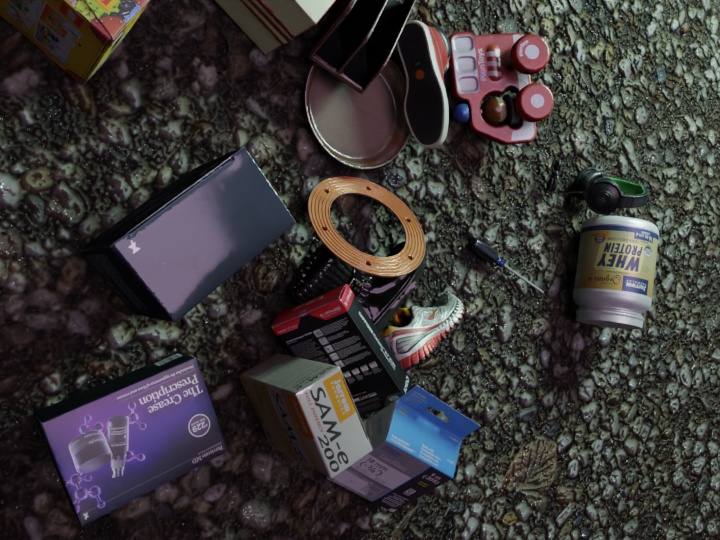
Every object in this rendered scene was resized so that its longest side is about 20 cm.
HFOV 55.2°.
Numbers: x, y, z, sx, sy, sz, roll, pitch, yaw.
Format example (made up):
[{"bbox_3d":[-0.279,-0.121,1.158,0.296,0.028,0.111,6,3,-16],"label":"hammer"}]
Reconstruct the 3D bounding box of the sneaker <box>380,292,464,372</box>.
[{"bbox_3d":[0.102,0.082,1.116,0.082,0.078,0.200,50,39,2],"label":"sneaker"}]

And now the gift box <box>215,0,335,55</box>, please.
[{"bbox_3d":[-0.123,-0.430,0.947,0.187,0.184,0.200,45,62,-24],"label":"gift box"}]

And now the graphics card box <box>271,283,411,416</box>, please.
[{"bbox_3d":[-0.025,0.126,1.022,0.200,0.125,0.051,57,26,-20],"label":"graphics card box"}]

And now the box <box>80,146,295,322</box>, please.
[{"bbox_3d":[-0.221,-0.043,0.870,0.197,0.200,0.118,-42,110,-24],"label":"box"}]

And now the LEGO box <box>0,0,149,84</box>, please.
[{"bbox_3d":[-0.345,-0.317,0.801,0.149,0.200,0.077,42,70,-24],"label":"LEGO box"}]

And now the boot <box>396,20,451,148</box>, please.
[{"bbox_3d":[0.124,-0.308,1.145,0.144,0.072,0.201,-29,111,-61],"label":"boot"}]

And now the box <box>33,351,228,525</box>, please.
[{"bbox_3d":[-0.293,0.211,0.894,0.200,0.079,0.142,-23,103,-29],"label":"box"}]

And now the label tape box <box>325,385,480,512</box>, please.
[{"bbox_3d":[0.065,0.275,1.041,0.144,0.200,0.063,35,33,-25],"label":"label tape box"}]

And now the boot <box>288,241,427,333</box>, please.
[{"bbox_3d":[0.001,0.000,1.072,0.158,0.079,0.211,44,69,-23],"label":"boot"}]

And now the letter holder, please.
[{"bbox_3d":[0.026,-0.396,1.031,0.100,0.142,0.200,31,62,-17],"label":"letter holder"}]

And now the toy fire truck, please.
[{"bbox_3d":[0.240,-0.322,1.220,0.167,0.112,0.201,-6,92,-7],"label":"toy fire truck"}]

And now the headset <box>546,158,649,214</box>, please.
[{"bbox_3d":[0.457,-0.168,1.327,0.199,0.124,0.094,1,115,-8],"label":"headset"}]

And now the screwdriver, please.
[{"bbox_3d":[0.275,-0.004,1.263,0.200,0.029,0.028,30,74,-22],"label":"screwdriver"}]

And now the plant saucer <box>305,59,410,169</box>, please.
[{"bbox_3d":[-0.005,-0.261,1.102,0.200,0.032,0.201,1,88,-30],"label":"plant saucer"}]

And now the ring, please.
[{"bbox_3d":[0.010,-0.067,1.059,0.200,0.019,0.201,17,46,-18],"label":"ring"}]

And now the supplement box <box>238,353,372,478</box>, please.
[{"bbox_3d":[-0.082,0.193,0.949,0.073,0.200,0.126,-28,102,-28],"label":"supplement box"}]

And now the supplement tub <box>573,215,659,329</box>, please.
[{"bbox_3d":[0.490,0.006,1.329,0.144,0.144,0.201,13,82,-30],"label":"supplement tub"}]
